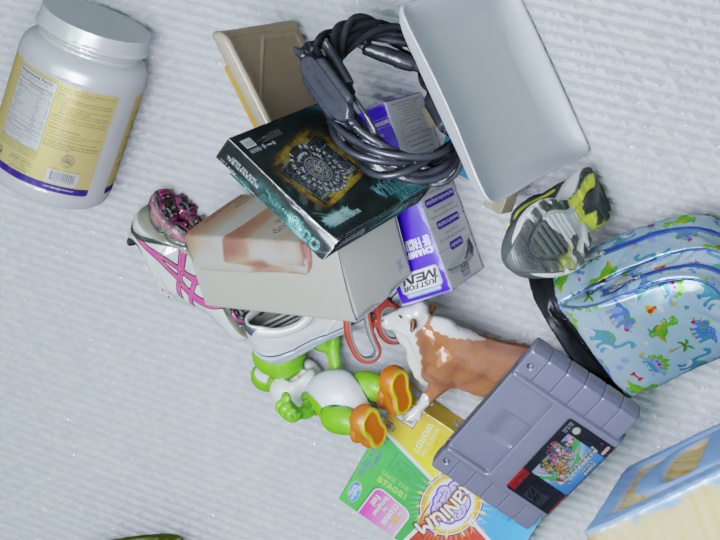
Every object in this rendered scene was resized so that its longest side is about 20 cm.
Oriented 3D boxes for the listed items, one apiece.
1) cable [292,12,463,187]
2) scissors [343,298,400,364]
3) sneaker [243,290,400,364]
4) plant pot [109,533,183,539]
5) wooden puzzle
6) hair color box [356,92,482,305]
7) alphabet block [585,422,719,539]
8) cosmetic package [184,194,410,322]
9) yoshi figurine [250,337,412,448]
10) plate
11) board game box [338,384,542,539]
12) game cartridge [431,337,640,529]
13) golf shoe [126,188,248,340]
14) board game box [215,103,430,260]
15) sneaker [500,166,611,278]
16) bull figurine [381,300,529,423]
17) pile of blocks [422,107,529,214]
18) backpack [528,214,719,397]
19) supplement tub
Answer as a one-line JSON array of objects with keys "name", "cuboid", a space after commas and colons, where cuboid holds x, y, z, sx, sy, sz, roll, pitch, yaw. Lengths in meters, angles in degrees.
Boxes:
[{"name": "cable", "cuboid": [0.034, -0.160, 1.346, 0.200, 0.163, 0.051, 52, 136, 17]}, {"name": "scissors", "cuboid": [0.000, 0.000, 1.445, 0.073, 0.014, 0.200, -22, 110, -14]}, {"name": "sneaker", "cuboid": [-0.030, 0.030, 1.477, 0.200, 0.071, 0.073, -32, 56, -3]}, {"name": "plant pot", "cuboid": [-0.261, 0.415, 1.652, 0.200, 0.200, 0.193, -7, 87, 24]}, {"name": "wooden puzzle", "cuboid": [-0.071, -0.161, 1.417, 0.037, 0.200, 0.185, -26, 92, 23]}, {"name": "hair color box", "cuboid": [0.052, -0.075, 1.438, 0.065, 0.109, 0.200, -19, 94, 25]}, {"name": "alphabet block", "cuboid": [0.364, 0.267, 1.346, 0.196, 0.195, 0.200, -31, 88, 27]}, {"name": "cosmetic package", "cuboid": [-0.064, -0.016, 1.401, 0.200, 0.103, 0.087, 4, 120, 36]}, {"name": "yoshi figurine", "cuboid": [-0.049, 0.114, 1.514, 0.200, 0.112, 0.112, 14, 95, 39]}, {"name": "plate", "cuboid": [0.124, -0.175, 1.342, 0.032, 0.200, 0.200, -24, 93, 41]}, {"name": "board game box", "cuboid": [0.096, 0.243, 1.532, 0.200, 0.040, 0.153, 33, 112, 12]}, {"name": "game cartridge", "cuboid": [0.174, 0.169, 1.404, 0.130, 0.038, 0.200, 36, 128, 1]}, {"name": "golf shoe", "cuboid": [-0.185, 0.006, 1.579, 0.200, 0.073, 0.092, 51, 122, 15]}, {"name": "board game box", "cuboid": [-0.029, -0.090, 1.297, 0.135, 0.200, 0.028, 44, 122, 9]}, {"name": "sneaker", "cuboid": [0.177, -0.033, 1.354, 0.085, 0.200, 0.075, -27, 94, 36]}, {"name": "bull figurine", "cuboid": [0.108, 0.105, 1.449, 0.200, 0.065, 0.121, 17, 117, -10]}, {"name": "pile of blocks", "cuboid": [0.119, -0.153, 1.424, 0.082, 0.062, 0.200, -18, 87, 37]}, {"name": "backpack", "cuboid": [0.287, 0.033, 1.356, 0.200, 0.154, 0.163, -30, 111, 12]}, {"name": "supplement tub", "cuboid": [-0.319, -0.184, 1.545, 0.145, 0.145, 0.200, 28, 111, 14]}]
